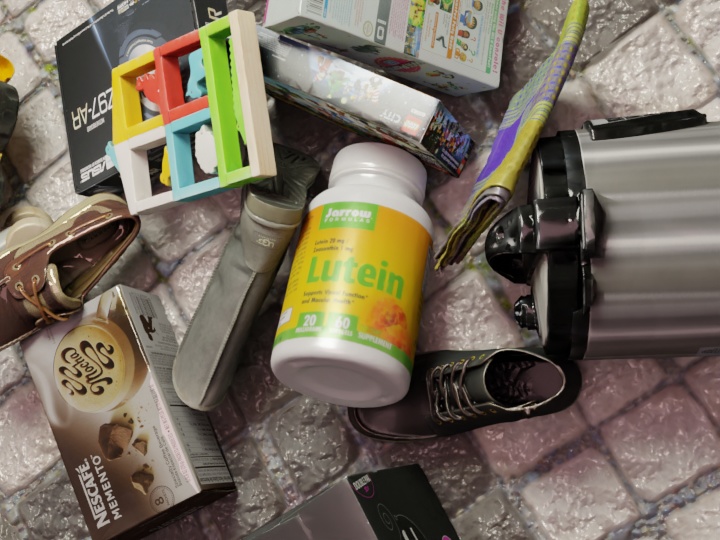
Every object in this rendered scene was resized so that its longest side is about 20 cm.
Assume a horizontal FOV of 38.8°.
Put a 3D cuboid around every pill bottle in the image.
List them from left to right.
[{"bbox_3d":[0.000,0.000,0.834,0.111,0.111,0.200,2,62,18],"label":"pill bottle"}]

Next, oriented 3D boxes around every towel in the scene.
[{"bbox_3d":[0.117,-0.101,0.786,0.023,0.144,0.200,27,66,0],"label":"towel"}]

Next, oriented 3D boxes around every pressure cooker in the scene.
[{"bbox_3d":[0.191,-0.020,0.748,0.199,0.176,0.179,-3,38,7],"label":"pressure cooker"}]

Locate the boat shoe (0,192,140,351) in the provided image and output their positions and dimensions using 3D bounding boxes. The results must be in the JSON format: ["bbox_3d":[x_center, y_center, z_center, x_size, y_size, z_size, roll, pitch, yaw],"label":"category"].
[{"bbox_3d":[-0.274,0.010,0.892,0.200,0.072,0.072,-39,31,-14],"label":"boat shoe"}]

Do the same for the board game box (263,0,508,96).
[{"bbox_3d":[0.030,-0.241,0.837,0.064,0.200,0.148,-1,79,58],"label":"board game box"}]

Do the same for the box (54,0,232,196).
[{"bbox_3d":[-0.198,-0.173,0.939,0.200,0.043,0.161,-19,75,37],"label":"box"}]

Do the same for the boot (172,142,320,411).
[{"bbox_3d":[-0.101,0.000,0.897,0.072,0.182,0.200,17,116,-2],"label":"boot"}]

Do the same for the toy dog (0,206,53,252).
[{"bbox_3d":[-0.346,0.025,0.969,0.200,0.132,0.096,-31,113,15],"label":"toy dog"}]

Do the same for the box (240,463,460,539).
[{"bbox_3d":[0.005,0.242,0.768,0.124,0.200,0.149,-32,74,12],"label":"box"}]

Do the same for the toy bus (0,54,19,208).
[{"bbox_3d":[-0.428,-0.105,0.982,0.192,0.135,0.200,-22,61,51],"label":"toy bus"}]

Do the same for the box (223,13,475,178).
[{"bbox_3d":[-0.011,-0.145,0.864,0.200,0.137,0.038,26,91,19],"label":"box"}]

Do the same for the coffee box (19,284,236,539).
[{"bbox_3d":[-0.208,0.130,0.914,0.113,0.080,0.200,-28,74,11],"label":"coffee box"}]

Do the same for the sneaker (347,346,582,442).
[{"bbox_3d":[0.073,0.093,0.818,0.200,0.106,0.075,-14,78,15],"label":"sneaker"}]

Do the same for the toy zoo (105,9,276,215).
[{"bbox_3d":[-0.152,-0.122,0.849,0.200,0.020,0.132,-10,86,42],"label":"toy zoo"}]
